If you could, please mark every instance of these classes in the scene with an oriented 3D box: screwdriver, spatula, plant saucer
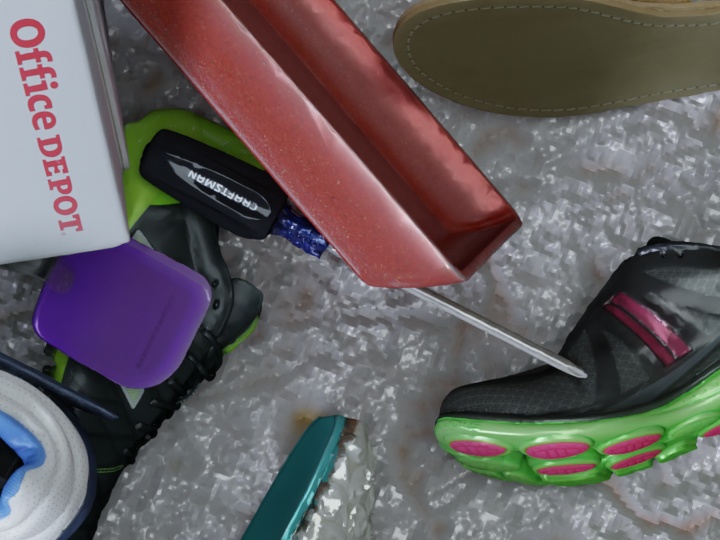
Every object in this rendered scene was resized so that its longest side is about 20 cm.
[{"bbox_3d":[0.000,0.000,1.158,0.200,0.028,0.029,31,62,2],"label":"screwdriver"},{"bbox_3d":[-0.158,-0.014,1.142,0.200,0.021,0.057,24,72,0],"label":"spatula"},{"bbox_3d":[-0.023,-0.073,1.137,0.037,0.200,0.200,-41,89,13],"label":"plant saucer"}]

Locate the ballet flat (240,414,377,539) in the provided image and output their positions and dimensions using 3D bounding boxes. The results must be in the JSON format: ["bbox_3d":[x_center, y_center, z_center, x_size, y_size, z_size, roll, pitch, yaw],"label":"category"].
[{"bbox_3d":[-0.038,0.154,1.182,0.072,0.072,0.200,32,90,-1],"label":"ballet flat"}]

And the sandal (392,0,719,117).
[{"bbox_3d":[0.113,-0.113,1.219,0.211,0.078,0.070,2,54,-11],"label":"sandal"}]

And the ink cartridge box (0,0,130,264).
[{"bbox_3d":[-0.194,-0.091,1.053,0.200,0.145,0.145,-8,50,-1],"label":"ink cartridge box"}]

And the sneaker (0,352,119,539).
[{"bbox_3d":[-0.185,0.036,1.071,0.200,0.146,0.081,34,84,2],"label":"sneaker"}]

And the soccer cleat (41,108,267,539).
[{"bbox_3d":[-0.087,0.032,1.184,0.081,0.068,0.200,16,82,-3],"label":"soccer cleat"}]

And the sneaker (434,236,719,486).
[{"bbox_3d":[0.122,0.032,1.203,0.200,0.077,0.084,-19,70,-8],"label":"sneaker"}]
